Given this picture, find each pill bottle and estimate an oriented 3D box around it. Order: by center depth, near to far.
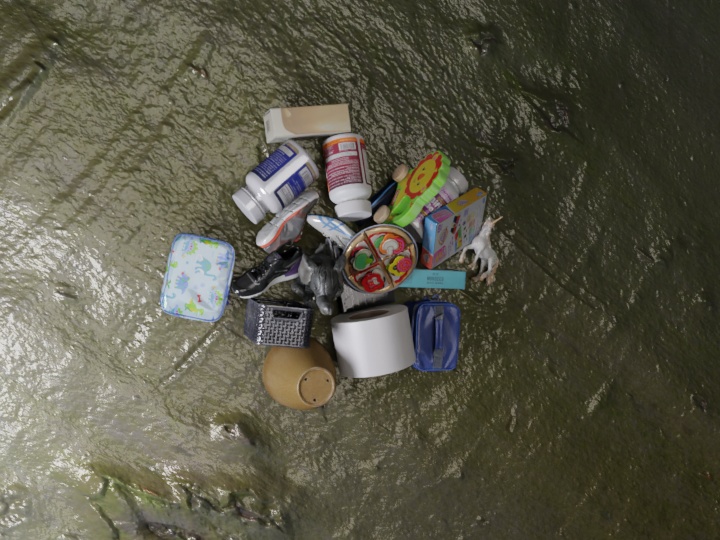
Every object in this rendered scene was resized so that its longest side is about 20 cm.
[{"bbox_3d":[-0.210,-0.213,1.640,0.200,0.120,0.120,-42,104,-12],"label":"pill bottle"},{"bbox_3d":[-0.030,-0.231,1.684,0.108,0.110,0.203,-5,80,-18],"label":"pill bottle"},{"bbox_3d":[0.192,-0.178,1.780,0.112,0.112,0.200,46,79,-15],"label":"pill bottle"}]

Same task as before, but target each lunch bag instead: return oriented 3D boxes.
[{"bbox_3d":[-0.387,0.019,1.610,0.159,0.082,0.203,11,89,-18],"label":"lunch bag"},{"bbox_3d":[0.189,0.164,1.782,0.134,0.132,0.203,0,93,-20],"label":"lunch bag"}]

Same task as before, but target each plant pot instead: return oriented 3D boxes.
[{"bbox_3d":[-0.133,0.266,1.645,0.184,0.200,0.189,-1,93,-17],"label":"plant pot"}]

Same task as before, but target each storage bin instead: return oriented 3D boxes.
[{"bbox_3d":[-0.200,0.123,1.613,0.134,0.200,0.095,7,90,-18],"label":"storage bin"}]

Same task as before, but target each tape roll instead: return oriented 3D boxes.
[{"bbox_3d":[0.032,0.175,1.695,0.200,0.202,0.141,-11,95,-18],"label":"tape roll"}]

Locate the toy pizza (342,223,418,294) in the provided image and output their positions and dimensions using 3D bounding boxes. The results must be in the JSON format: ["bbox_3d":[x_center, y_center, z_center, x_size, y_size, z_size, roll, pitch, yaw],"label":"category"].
[{"bbox_3d":[0.050,-0.022,1.666,0.198,0.032,0.202,-7,123,-10],"label":"toy pizza"}]

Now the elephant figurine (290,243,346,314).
[{"bbox_3d":[-0.086,0.017,1.600,0.141,0.200,0.156,-38,89,-15],"label":"elephant figurine"}]

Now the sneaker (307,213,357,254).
[{"bbox_3d":[-0.048,-0.080,1.673,0.199,0.072,0.073,29,79,-11],"label":"sneaker"}]

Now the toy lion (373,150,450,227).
[{"bbox_3d":[0.138,-0.198,1.652,0.068,0.191,0.202,33,72,-26],"label":"toy lion"}]

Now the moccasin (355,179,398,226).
[{"bbox_3d":[0.071,-0.177,1.757,0.200,0.080,0.068,-43,105,-11],"label":"moccasin"}]

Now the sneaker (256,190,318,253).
[{"bbox_3d":[-0.173,-0.117,1.692,0.200,0.077,0.082,-44,123,-6],"label":"sneaker"}]

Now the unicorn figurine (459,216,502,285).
[{"bbox_3d":[0.335,-0.054,1.835,0.138,0.073,0.200,-54,149,-14],"label":"unicorn figurine"}]

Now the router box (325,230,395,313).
[{"bbox_3d":[0.000,0.000,1.749,0.147,0.051,0.203,-11,92,-18],"label":"router box"}]

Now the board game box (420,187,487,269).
[{"bbox_3d":[0.246,-0.112,1.768,0.199,0.040,0.154,-31,141,-31],"label":"board game box"}]

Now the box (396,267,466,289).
[{"bbox_3d":[0.176,0.020,1.799,0.198,0.082,0.050,3,94,-18],"label":"box"}]

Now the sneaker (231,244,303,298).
[{"bbox_3d":[-0.228,-0.007,1.639,0.199,0.076,0.088,-27,146,-31],"label":"sneaker"}]

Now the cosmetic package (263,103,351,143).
[{"bbox_3d":[-0.133,-0.366,1.668,0.198,0.105,0.072,-9,95,-19],"label":"cosmetic package"}]
